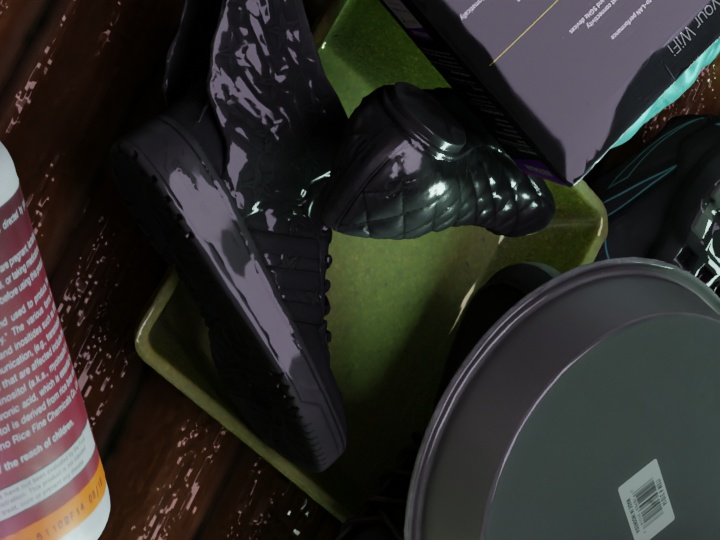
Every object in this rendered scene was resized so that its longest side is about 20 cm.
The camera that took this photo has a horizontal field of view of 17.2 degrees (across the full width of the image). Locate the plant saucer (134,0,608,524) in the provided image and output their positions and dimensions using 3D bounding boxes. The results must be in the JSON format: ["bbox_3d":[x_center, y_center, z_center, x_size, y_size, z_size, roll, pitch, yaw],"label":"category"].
[{"bbox_3d":[0.000,0.000,1.055,0.200,0.048,0.201,42,70,-35],"label":"plant saucer"}]

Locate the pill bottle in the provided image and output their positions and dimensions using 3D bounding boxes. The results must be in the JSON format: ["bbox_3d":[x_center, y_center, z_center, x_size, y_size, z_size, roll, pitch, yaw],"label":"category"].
[{"bbox_3d":[-0.169,0.017,0.875,0.112,0.113,0.202,-26,113,-34],"label":"pill bottle"}]

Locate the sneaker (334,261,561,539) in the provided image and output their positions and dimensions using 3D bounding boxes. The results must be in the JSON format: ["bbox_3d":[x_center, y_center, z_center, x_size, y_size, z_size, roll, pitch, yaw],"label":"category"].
[{"bbox_3d":[0.038,0.093,1.018,0.106,0.074,0.202,8,92,-43],"label":"sneaker"}]

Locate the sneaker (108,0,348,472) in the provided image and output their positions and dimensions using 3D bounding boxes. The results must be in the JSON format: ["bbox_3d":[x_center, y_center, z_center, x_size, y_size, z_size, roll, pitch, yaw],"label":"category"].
[{"bbox_3d":[-0.030,-0.024,0.957,0.104,0.060,0.201,-40,117,-25],"label":"sneaker"}]

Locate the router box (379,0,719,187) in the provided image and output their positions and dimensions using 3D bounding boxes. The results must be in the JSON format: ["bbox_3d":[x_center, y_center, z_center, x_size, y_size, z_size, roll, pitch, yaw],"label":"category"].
[{"bbox_3d":[0.098,-0.155,0.930,0.200,0.051,0.149,-44,111,-6],"label":"router box"}]

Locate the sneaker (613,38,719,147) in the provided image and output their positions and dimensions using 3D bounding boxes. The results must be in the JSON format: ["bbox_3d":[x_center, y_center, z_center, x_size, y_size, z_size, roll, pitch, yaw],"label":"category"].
[{"bbox_3d":[0.105,-0.156,1.008,0.120,0.083,0.202,-24,109,-27],"label":"sneaker"}]

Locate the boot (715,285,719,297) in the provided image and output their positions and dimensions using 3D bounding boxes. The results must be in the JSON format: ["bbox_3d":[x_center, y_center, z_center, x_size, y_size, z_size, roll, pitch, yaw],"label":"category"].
[{"bbox_3d":[0.241,0.001,1.242,0.200,0.075,0.108,34,69,-36],"label":"boot"}]

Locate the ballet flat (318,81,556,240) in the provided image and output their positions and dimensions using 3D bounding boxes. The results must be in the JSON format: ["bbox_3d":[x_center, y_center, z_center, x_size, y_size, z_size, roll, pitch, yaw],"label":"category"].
[{"bbox_3d":[0.032,-0.039,0.980,0.057,0.067,0.200,-45,162,13],"label":"ballet flat"}]

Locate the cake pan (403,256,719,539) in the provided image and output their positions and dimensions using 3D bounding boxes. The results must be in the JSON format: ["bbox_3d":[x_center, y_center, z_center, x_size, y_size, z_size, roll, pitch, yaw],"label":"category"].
[{"bbox_3d":[0.108,0.096,1.008,0.199,0.037,0.202,-12,112,-34],"label":"cake pan"}]

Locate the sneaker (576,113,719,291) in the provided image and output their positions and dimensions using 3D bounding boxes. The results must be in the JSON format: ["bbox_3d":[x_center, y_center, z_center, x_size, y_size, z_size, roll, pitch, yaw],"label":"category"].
[{"bbox_3d":[0.127,0.007,1.150,0.200,0.079,0.075,-47,131,-1],"label":"sneaker"}]
